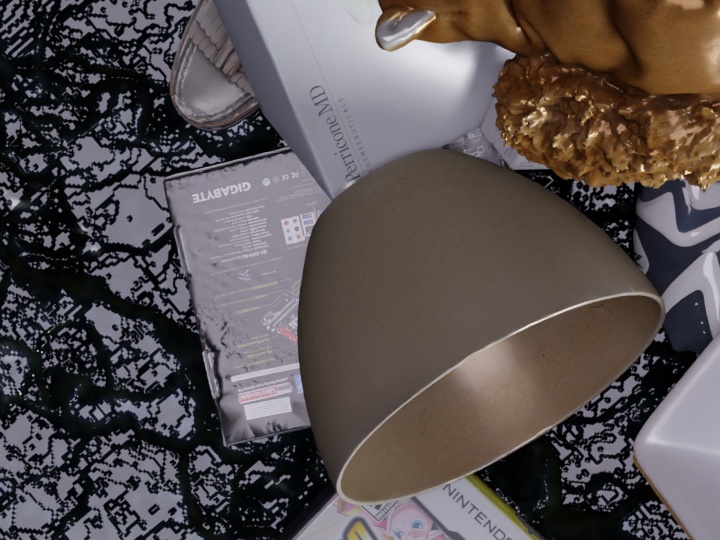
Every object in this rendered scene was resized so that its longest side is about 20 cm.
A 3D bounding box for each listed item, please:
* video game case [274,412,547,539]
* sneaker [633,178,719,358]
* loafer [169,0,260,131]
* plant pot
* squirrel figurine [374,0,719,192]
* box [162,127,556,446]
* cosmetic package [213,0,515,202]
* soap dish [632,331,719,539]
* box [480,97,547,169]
[{"bbox_3d":[0.021,0.210,1.652,0.181,0.026,0.200,42,96,-11],"label":"video game case"},{"bbox_3d":[0.241,0.018,1.625,0.198,0.080,0.130,12,109,-12],"label":"sneaker"},{"bbox_3d":[-0.041,-0.164,1.635,0.072,0.063,0.200,41,95,1],"label":"loafer"},{"bbox_3d":[0.045,0.015,1.543,0.200,0.200,0.135,-31,71,5],"label":"plant pot"},{"bbox_3d":[0.102,-0.122,1.424,0.185,0.142,0.201,-5,115,16],"label":"squirrel figurine"},{"bbox_3d":[0.000,0.000,1.650,0.199,0.049,0.161,-14,95,4],"label":"box"},{"bbox_3d":[0.019,-0.179,1.542,0.199,0.123,0.200,-28,126,-5],"label":"cosmetic package"},{"bbox_3d":[0.253,0.079,1.532,0.081,0.158,0.200,26,109,-40],"label":"soap dish"},{"bbox_3d":[0.161,-0.083,1.580,0.199,0.039,0.042,-3,130,-32],"label":"box"}]
